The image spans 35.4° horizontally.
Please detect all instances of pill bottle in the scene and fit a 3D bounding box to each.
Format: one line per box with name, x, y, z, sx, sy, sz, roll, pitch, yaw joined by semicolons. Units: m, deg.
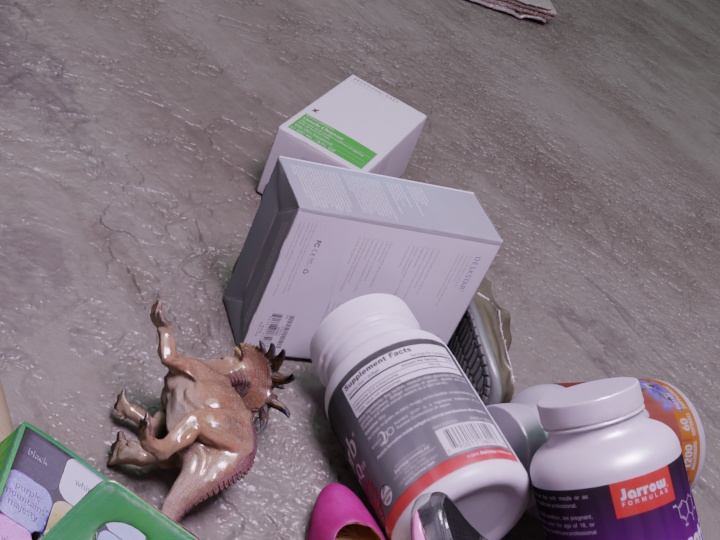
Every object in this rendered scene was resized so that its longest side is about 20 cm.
pill bottle;0.039;0.120;0.884;0.114;0.117;0.201;2;40;-33
pill bottle;0.189;0.186;0.820;0.112;0.112;0.203;-17;93;-48
pill bottle;0.188;0.151;0.950;0.198;0.113;0.113;1;40;-35

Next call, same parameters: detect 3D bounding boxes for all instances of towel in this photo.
towel;0.238;-0.488;1.951;0.197;0.035;0.133;13;34;-20

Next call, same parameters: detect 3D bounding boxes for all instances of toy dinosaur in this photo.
toy dinosaur;-0.106;0.110;0.829;0.134;0.086;0.202;20;38;-23

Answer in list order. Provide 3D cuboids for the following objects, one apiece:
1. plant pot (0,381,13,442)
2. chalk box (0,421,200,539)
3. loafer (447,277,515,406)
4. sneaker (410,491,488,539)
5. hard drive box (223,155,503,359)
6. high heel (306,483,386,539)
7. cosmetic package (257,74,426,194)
plant pot;-0.295;0.071;0.675;0.201;0.188;0.186;51;38;13
chalk box;-0.167;0.175;0.552;0.124;0.199;0.125;42;26;-24
loafer;0.117;0.059;1.062;0.069;0.076;0.201;11;36;-17
sneaker;0.111;0.223;0.753;0.201;0.095;0.079;55;18;-3
hard drive box;0.000;0.000;0.985;0.197;0.157;0.077;9;35;-27
high heel;0.014;0.205;0.764;0.066;0.097;0.201;13;35;-21
cosmetic package;-0.017;-0.127;1.217;0.107;0.086;0.200;29;33;7
